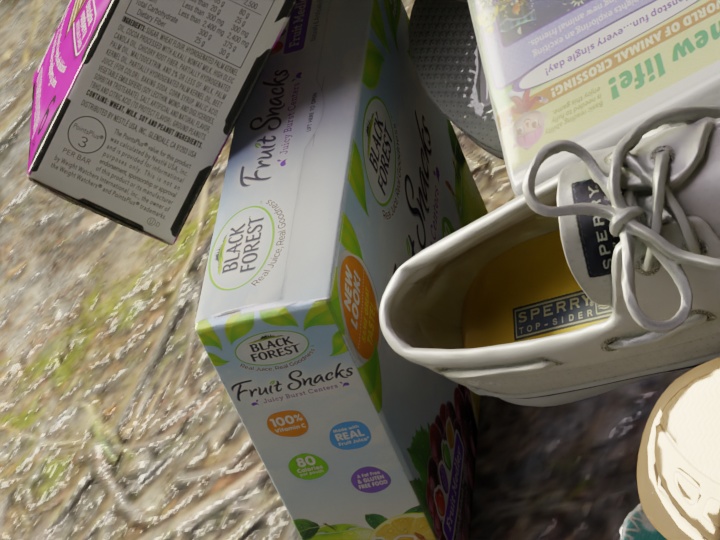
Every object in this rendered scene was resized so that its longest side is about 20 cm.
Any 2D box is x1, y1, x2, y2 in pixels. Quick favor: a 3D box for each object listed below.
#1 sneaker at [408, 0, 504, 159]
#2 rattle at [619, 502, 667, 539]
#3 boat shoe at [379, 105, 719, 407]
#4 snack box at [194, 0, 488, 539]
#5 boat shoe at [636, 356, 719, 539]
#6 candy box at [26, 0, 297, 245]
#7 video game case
[{"bbox_3d":[0.058,-0.104,0.945,0.070,0.080,0.201,-31,40,18],"label":"sneaker"},{"bbox_3d":[0.153,0.012,0.827,0.130,0.143,0.201,-12,78,28],"label":"rattle"},{"bbox_3d":[0.082,-0.011,0.747,0.202,0.086,0.075,-19,69,41],"label":"boat shoe"},{"bbox_3d":[0.000,0.000,0.922,0.053,0.142,0.200,-13,38,17],"label":"snack box"},{"bbox_3d":[0.166,0.059,0.699,0.200,0.065,0.072,-4,72,44],"label":"boat shoe"},{"bbox_3d":[-0.051,-0.125,0.914,0.200,0.061,0.136,-62,14,14],"label":"candy box"},{"bbox_3d":[0.114,-0.138,0.797,0.200,0.022,0.182,-28,58,27],"label":"video game case"}]
